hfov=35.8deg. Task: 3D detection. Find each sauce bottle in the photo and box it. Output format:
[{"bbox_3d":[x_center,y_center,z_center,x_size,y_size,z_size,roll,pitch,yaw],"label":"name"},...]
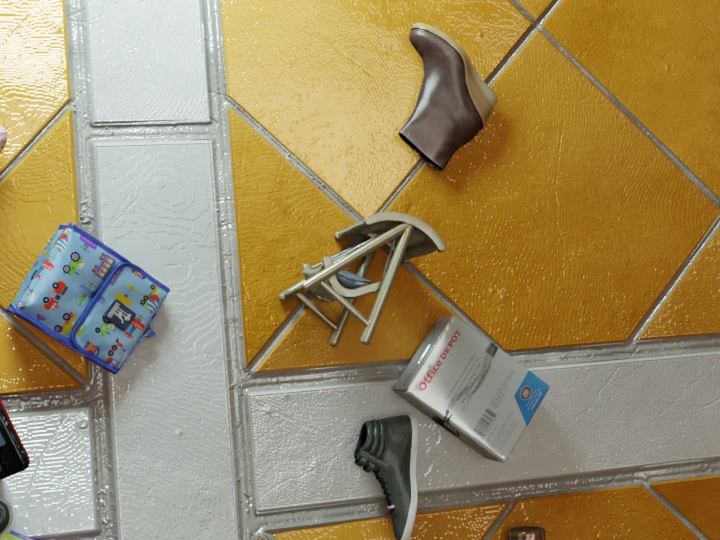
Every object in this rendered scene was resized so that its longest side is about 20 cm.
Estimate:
[{"bbox_3d":[0.271,0.512,1.771,0.066,0.066,0.202,-3,84,-15],"label":"sauce bottle"}]

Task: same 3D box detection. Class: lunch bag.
[{"bbox_3d":[-0.390,0.047,1.639,0.200,0.094,0.151,35,76,-22],"label":"lunch bag"}]

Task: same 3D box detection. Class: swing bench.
[{"bbox_3d":[0.000,0.000,1.679,0.130,0.199,0.200,42,76,-7],"label":"swing bench"}]

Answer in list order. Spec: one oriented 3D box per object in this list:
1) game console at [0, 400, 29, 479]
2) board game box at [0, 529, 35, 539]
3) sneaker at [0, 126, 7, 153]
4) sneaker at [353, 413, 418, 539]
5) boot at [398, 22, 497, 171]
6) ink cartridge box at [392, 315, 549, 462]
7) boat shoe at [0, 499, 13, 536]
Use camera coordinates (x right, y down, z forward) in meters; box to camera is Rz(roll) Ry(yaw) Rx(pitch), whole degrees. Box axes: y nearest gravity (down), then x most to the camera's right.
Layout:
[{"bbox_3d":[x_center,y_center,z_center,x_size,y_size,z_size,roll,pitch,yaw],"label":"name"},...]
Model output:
[{"bbox_3d":[-0.578,0.221,1.549,0.118,0.172,0.201,-28,93,-42],"label":"game console"},{"bbox_3d":[-0.455,0.468,1.591,0.199,0.045,0.135,26,79,-11],"label":"board game box"},{"bbox_3d":[-0.556,-0.107,1.604,0.105,0.075,0.200,41,84,-3],"label":"sneaker"},{"bbox_3d":[0.036,0.322,1.728,0.098,0.071,0.202,4,78,-13],"label":"sneaker"},{"bbox_3d":[0.115,-0.282,1.803,0.200,0.072,0.167,45,73,-11],"label":"boot"},{"bbox_3d":[0.174,0.187,1.767,0.200,0.084,0.146,36,77,-9],"label":"ink cartridge box"},{"bbox_3d":[-0.584,0.362,1.537,0.199,0.062,0.075,-14,70,-2],"label":"boat shoe"}]
